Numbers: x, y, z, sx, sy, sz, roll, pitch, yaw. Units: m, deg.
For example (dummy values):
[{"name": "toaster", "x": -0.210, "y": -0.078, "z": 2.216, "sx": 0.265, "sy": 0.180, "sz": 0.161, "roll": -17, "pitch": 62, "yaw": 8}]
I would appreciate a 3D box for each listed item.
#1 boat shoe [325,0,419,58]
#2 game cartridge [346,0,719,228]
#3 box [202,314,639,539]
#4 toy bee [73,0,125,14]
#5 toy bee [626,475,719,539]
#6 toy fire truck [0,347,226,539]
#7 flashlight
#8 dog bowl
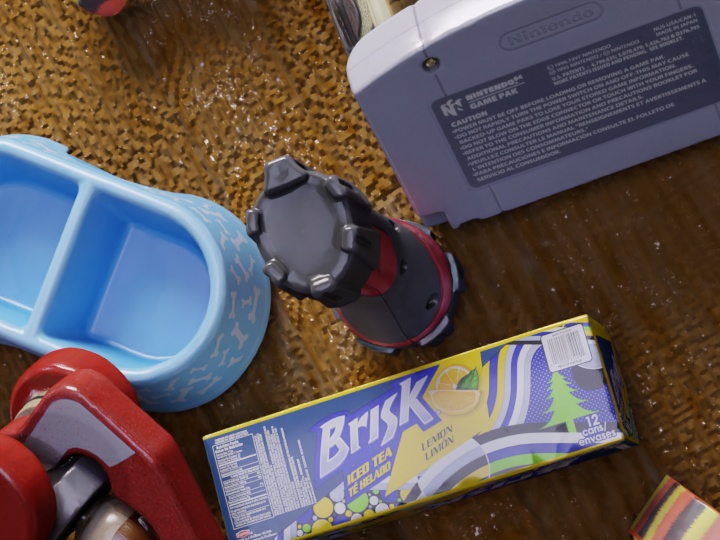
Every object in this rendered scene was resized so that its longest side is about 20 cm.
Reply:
[{"name": "boat shoe", "x": -0.006, "y": -0.178, "z": 1.176, "sx": 0.065, "sy": 0.073, "sz": 0.201, "roll": -37, "pitch": 59, "yaw": 40}, {"name": "game cartridge", "x": 0.101, "y": -0.098, "z": 1.111, "sx": 0.199, "sy": 0.134, "sz": 0.042, "roll": -19, "pitch": 43, "yaw": 10}, {"name": "box", "x": 0.030, "y": 0.082, "z": 1.134, "sx": 0.199, "sy": 0.070, "sz": 0.065, "roll": -17, "pitch": 80, "yaw": 11}, {"name": "toy bee", "x": -0.120, "y": -0.238, "z": 1.181, "sx": 0.108, "sy": 0.131, "sz": 0.201, "roll": 30, "pitch": 91, "yaw": -10}, {"name": "toy bee", "x": 0.211, "y": 0.156, "z": 1.064, "sx": 0.199, "sy": 0.109, "sz": 0.132, "roll": 13, "pitch": 84, "yaw": 14}, {"name": "toy fire truck", "x": -0.138, "y": 0.147, "z": 1.129, "sx": 0.168, "sy": 0.112, "sz": 0.200, "roll": 41, "pitch": 123, "yaw": 1}, {"name": "flashlight", "x": 0.000, "y": 0.000, "z": 1.085, "sx": 0.067, "sy": 0.200, "sz": 0.068, "roll": 21, "pitch": 89, "yaw": 14}, {"name": "dog bowl", "x": -0.146, "y": -0.002, "z": 1.190, "sx": 0.199, "sy": 0.050, "sz": 0.112, "roll": 21, "pitch": 88, "yaw": 15}]
